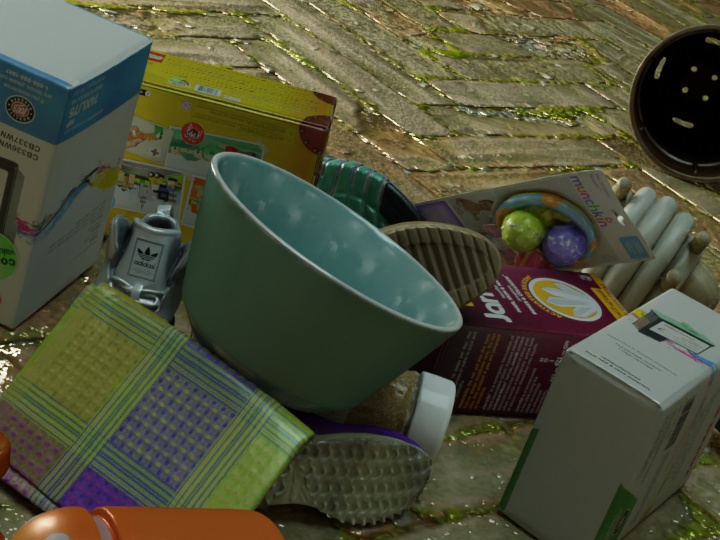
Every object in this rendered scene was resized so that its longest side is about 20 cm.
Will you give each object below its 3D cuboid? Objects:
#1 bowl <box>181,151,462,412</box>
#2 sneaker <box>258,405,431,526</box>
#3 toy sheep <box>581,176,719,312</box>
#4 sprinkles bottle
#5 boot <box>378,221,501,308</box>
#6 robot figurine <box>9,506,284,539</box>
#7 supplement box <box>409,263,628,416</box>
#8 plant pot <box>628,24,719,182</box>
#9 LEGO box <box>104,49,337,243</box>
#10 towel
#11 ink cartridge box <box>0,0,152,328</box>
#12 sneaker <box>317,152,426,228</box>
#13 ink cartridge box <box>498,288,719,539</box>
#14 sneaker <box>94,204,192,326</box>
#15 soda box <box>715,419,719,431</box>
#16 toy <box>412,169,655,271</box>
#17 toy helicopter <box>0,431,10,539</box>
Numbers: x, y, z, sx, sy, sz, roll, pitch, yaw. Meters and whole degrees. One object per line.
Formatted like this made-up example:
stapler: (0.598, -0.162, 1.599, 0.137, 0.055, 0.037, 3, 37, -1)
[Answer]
bowl: (-0.040, 0.020, 0.983, 0.200, 0.106, 0.201, 32, 13, -8)
sneaker: (-0.048, 0.116, 1.002, 0.198, 0.070, 0.100, 7, 26, -26)
toy sheep: (0.266, -0.024, 1.434, 0.200, 0.138, 0.138, 40, 29, 10)
sprinkles bottle: (-0.032, 0.084, 1.078, 0.198, 0.069, 0.068, 19, 25, -2)
boot: (0.000, 0.000, 1.160, 0.198, 0.073, 0.166, -9, 5, -8)
robot figurine: (-0.109, 0.182, 0.769, 0.198, 0.117, 0.145, 6, 47, -27)
supplement box: (0.128, 0.057, 1.227, 0.198, 0.086, 0.111, 6, 29, -27)
plant pot: (0.457, -0.235, 1.941, 0.198, 0.202, 0.198, 22, 18, 4)
LEGO box: (-0.133, -0.091, 1.238, 0.198, 0.150, 0.077, 14, 27, -3)
towel: (-0.143, 0.103, 0.922, 0.199, 0.023, 0.144, 30, 69, 23)
ink cartridge box: (-0.269, -0.093, 1.100, 0.145, 0.202, 0.146, 23, 27, 7)
sneaker: (-0.010, -0.077, 1.374, 0.199, 0.075, 0.087, 29, 22, 21)
ink cartridge box: (0.205, 0.113, 1.102, 0.084, 0.146, 0.199, 32, 28, 24)
sneaker: (-0.168, 0.031, 1.027, 0.074, 0.116, 0.200, 19, 25, -1)
soda box: (0.403, 0.122, 1.294, 0.198, 0.071, 0.063, 5, 31, -32)
toy: (0.146, -0.023, 1.301, 0.199, 0.115, 0.047, -5, 47, 40)
toy helicopter: (-0.280, 0.108, 0.872, 0.131, 0.080, 0.200, 1, 19, -16)
